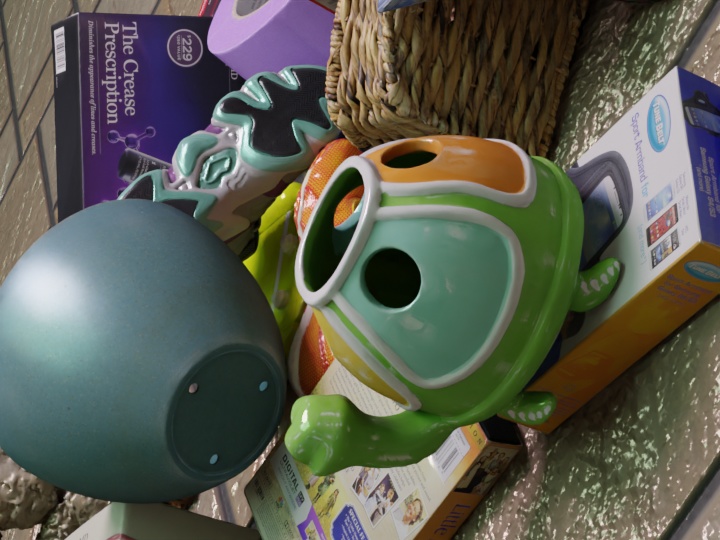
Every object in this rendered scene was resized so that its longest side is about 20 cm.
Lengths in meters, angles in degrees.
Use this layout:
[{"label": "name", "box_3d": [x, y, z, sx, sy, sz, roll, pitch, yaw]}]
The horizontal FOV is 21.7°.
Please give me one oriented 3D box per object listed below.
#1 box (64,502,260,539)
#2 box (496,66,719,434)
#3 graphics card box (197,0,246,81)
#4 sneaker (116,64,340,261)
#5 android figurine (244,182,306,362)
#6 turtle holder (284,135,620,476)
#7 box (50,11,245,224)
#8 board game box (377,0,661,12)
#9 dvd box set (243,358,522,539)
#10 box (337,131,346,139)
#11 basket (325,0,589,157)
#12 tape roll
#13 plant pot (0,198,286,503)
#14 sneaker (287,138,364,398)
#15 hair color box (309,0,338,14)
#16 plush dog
[{"label": "box", "box_3d": [-0.151, 0.273, 1.280, 0.128, 0.109, 0.200, -39, 38, 49]}, {"label": "box", "box_3d": [0.138, -0.014, 0.985, 0.200, 0.041, 0.119, -49, 31, 43]}, {"label": "graphics card box", "box_3d": [-0.092, -0.200, 1.597, 0.200, 0.051, 0.126, 21, 90, 64]}, {"label": "sneaker", "box_3d": [-0.085, -0.061, 1.352, 0.200, 0.078, 0.140, -35, -18, -5]}, {"label": "android figurine", "box_3d": [-0.063, 0.022, 1.375, 0.200, 0.041, 0.182, -36, 39, 55]}, {"label": "turtle holder", "box_3d": [0.031, 0.011, 0.983, 0.186, 0.132, 0.141, -49, 33, 39]}, {"label": "box", "box_3d": [-0.166, -0.101, 1.497, 0.079, 0.141, 0.200, -2, 90, 63]}, {"label": "board game box", "box_3d": [0.091, -0.227, 1.067, 0.062, 0.200, 0.200, 159, 129, -76]}, {"label": "dvd box set", "box_3d": [0.007, 0.120, 1.128, 0.200, 0.029, 0.146, -56, 41, 28]}, {"label": "box", "box_3d": [-0.002, -0.137, 1.385, 0.200, 0.032, 0.121, 3, 74, 64]}, {"label": "basket", "box_3d": [0.046, -0.165, 1.169, 0.149, 0.143, 0.200, -2, 69, 63]}, {"label": "tape roll", "box_3d": [-0.027, -0.224, 1.403, 0.200, 0.066, 0.200, -44, 22, 23]}, {"label": "plant pot", "box_3d": [-0.125, 0.068, 1.204, 0.135, 0.200, 0.200, 25, 95, 46]}, {"label": "sneaker", "box_3d": [0.000, 0.000, 1.248, 0.077, 0.073, 0.200, -24, 56, 38]}, {"label": "hair color box", "box_3d": [0.034, -0.262, 1.287, 0.064, 0.111, 0.200, -15, 51, 63]}, {"label": "plush dog", "box_3d": [-0.236, 0.164, 1.464, 0.160, 0.172, 0.200, -26, 47, 56]}]
